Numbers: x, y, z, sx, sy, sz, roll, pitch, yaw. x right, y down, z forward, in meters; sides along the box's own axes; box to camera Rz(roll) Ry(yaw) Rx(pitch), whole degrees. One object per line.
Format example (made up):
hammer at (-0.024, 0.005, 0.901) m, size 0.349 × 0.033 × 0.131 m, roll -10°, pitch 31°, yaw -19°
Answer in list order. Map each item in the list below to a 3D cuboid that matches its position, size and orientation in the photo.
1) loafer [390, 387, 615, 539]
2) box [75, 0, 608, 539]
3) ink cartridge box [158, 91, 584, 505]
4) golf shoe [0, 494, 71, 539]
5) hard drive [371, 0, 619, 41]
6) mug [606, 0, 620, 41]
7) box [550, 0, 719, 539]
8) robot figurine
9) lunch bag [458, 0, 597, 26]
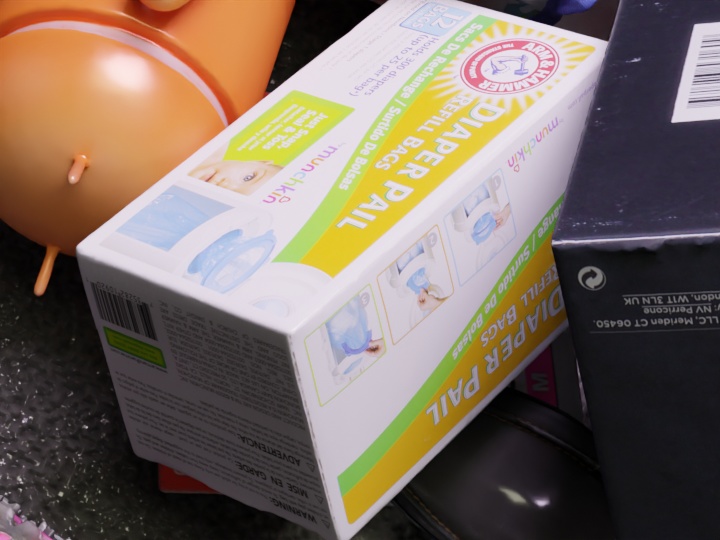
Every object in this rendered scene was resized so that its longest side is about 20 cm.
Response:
loafer at (0.088, 0.103, 0.995) m, size 0.199 × 0.072 × 0.073 m, roll 29°, pitch 91°, yaw -14°
box at (0.007, -0.009, 0.964) m, size 0.112 × 0.102 × 0.200 m, roll 19°, pitch 47°, yaw 36°
ink cartridge box at (0.000, 0.000, 1.070) m, size 0.173 × 0.044 × 0.201 m, roll 4°, pitch 62°, yaw -17°
golf shoe at (-0.167, 0.117, 0.942) m, size 0.199 × 0.073 × 0.092 m, roll 29°, pitch 75°, yaw 10°
hard drive at (0.063, -0.166, 1.129) m, size 0.199 × 0.132 × 0.026 m, roll 20°, pitch 30°, yaw -8°
mug at (0.215, -0.105, 1.045) m, size 0.199 × 0.178 × 0.134 m, roll 20°, pitch 49°, yaw 0°
box at (0.156, 0.013, 0.926) m, size 0.123 × 0.199 × 0.200 m, roll -4°, pitch 33°, yaw 19°
robot figurine at (-0.093, -0.089, 1.012) m, size 0.117 × 0.143 × 0.201 m, roll 52°, pitch 41°, yaw -38°
lunch bag at (0.065, -0.220, 1.029) m, size 0.170 × 0.127 × 0.200 m, roll 37°, pitch 75°, yaw -8°
